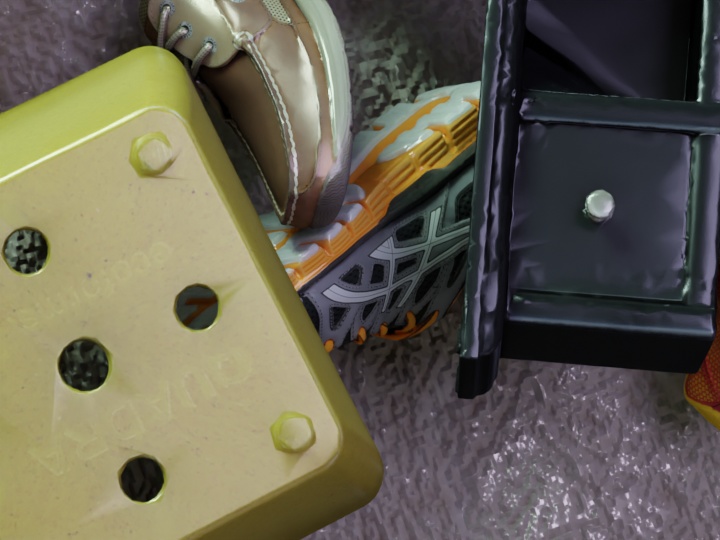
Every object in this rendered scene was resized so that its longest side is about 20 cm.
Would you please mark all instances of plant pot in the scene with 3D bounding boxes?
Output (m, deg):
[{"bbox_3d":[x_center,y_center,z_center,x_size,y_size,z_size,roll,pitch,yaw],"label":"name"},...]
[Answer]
[{"bbox_3d":[-0.105,0.036,0.996,0.200,0.176,0.200,-27,91,-11],"label":"plant pot"}]

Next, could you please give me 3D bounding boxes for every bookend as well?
[{"bbox_3d":[0.143,-0.045,1.121,0.198,0.092,0.200,5,78,3],"label":"bookend"}]

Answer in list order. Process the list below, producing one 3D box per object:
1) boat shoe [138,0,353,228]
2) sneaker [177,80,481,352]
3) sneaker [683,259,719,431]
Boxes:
[{"bbox_3d":[-0.055,-0.098,1.145,0.072,0.076,0.200,-7,53,-18],"label":"boat shoe"},{"bbox_3d":[0.000,0.000,1.167,0.200,0.078,0.077,-38,112,-28],"label":"sneaker"},{"bbox_3d":[0.189,-0.008,1.286,0.073,0.077,0.200,43,43,-11],"label":"sneaker"}]
